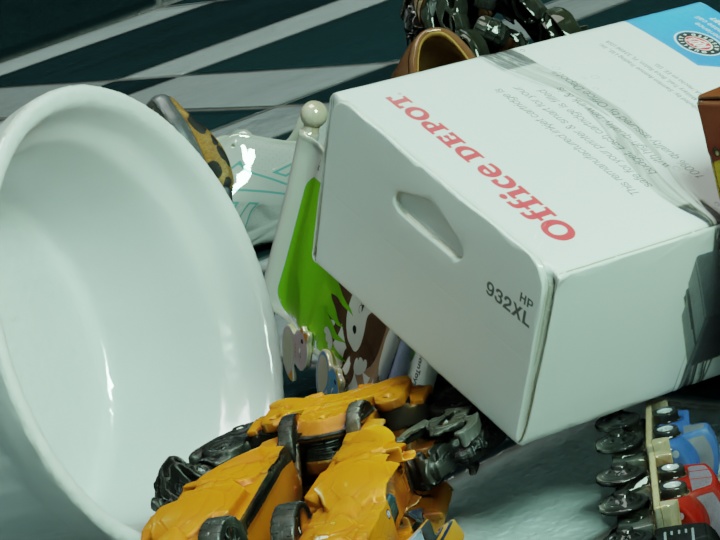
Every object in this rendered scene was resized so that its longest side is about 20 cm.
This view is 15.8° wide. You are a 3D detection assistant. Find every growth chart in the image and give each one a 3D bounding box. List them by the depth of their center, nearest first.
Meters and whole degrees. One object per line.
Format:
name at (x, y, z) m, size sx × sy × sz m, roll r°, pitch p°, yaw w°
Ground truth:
growth chart at (0.000, 0.000, 1.209) m, size 0.018 × 0.145 × 0.200 m, roll 5°, pitch 12°, yaw -26°

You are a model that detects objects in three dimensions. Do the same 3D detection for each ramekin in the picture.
ramekin at (-0.127, 0.032, 1.088) m, size 0.098 × 0.201 × 0.200 m, roll -18°, pitch 10°, yaw 30°

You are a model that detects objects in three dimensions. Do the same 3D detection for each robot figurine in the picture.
robot figurine at (-0.020, 0.096, 0.979) m, size 0.145 × 0.058 × 0.200 m, roll -11°, pitch 14°, yaw 17°

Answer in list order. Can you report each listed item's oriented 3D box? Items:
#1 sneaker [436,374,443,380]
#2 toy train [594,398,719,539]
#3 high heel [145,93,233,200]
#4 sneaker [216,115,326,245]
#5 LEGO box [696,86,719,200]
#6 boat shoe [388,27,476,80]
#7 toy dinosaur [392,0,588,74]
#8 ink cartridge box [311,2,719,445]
sneaker at (0.086, -0.018, 1.278) m, size 0.200 × 0.088 × 0.076 m, roll -22°, pitch 14°, yaw -28°
toy train at (0.109, 0.085, 0.926) m, size 0.046 × 0.034 × 0.200 m, roll -10°, pitch 13°, yaw 7°
high heel at (-0.121, -0.033, 1.469) m, size 0.071 × 0.143 × 0.200 m, roll -22°, pitch 14°, yaw -27°
sneaker at (-0.091, -0.043, 1.634) m, size 0.200 × 0.080 × 0.070 m, roll -21°, pitch 15°, yaw -19°
LEGO box at (0.224, -0.003, 0.902) m, size 0.077 × 0.149 × 0.200 m, roll -23°, pitch 15°, yaw -32°
boat shoe at (0.054, -0.028, 1.193) m, size 0.072 × 0.068 × 0.200 m, roll -11°, pitch 52°, yaw -12°
toy dinosaur at (0.059, -0.122, 1.329) m, size 0.102 × 0.136 × 0.200 m, roll -28°, pitch -30°, yaw -9°
ink cartridge box at (0.102, -0.025, 1.039) m, size 0.200 × 0.084 × 0.145 m, roll -16°, pitch 40°, yaw -33°
